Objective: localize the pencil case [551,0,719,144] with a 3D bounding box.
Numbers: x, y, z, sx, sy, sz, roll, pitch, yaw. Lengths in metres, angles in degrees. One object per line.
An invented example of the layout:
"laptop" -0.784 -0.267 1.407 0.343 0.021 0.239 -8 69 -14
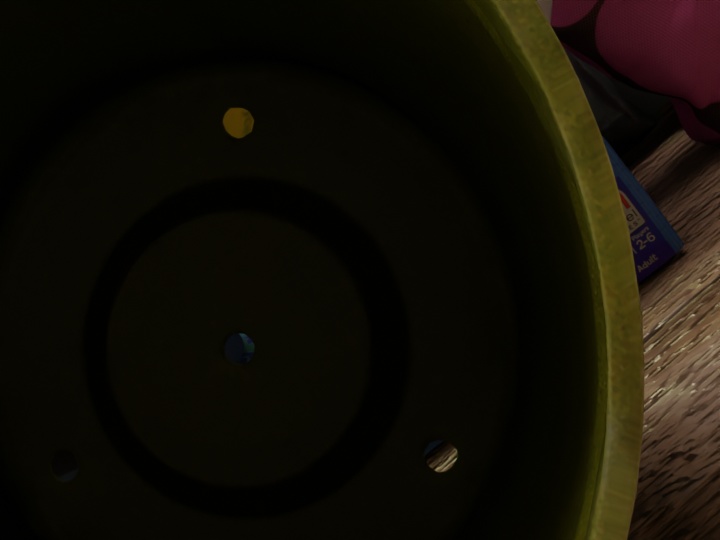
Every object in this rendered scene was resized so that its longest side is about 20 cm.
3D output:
"pencil case" 0.049 -0.112 0.786 0.091 0.199 0.094 -61 -2 -18

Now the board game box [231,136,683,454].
"board game box" 0.000 0.000 0.757 0.152 0.045 0.200 -39 17 1

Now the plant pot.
"plant pot" -0.043 0.016 0.460 0.200 0.201 0.193 -38 -6 8

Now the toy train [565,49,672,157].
"toy train" 0.112 -0.105 0.893 0.200 0.085 0.114 -39 12 25

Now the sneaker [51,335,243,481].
"sneaker" -0.113 0.037 0.644 0.070 0.078 0.200 -12 18 48

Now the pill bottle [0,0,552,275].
"pill bottle" -0.050 -0.062 0.654 0.199 0.115 0.114 -19 -9 -40
